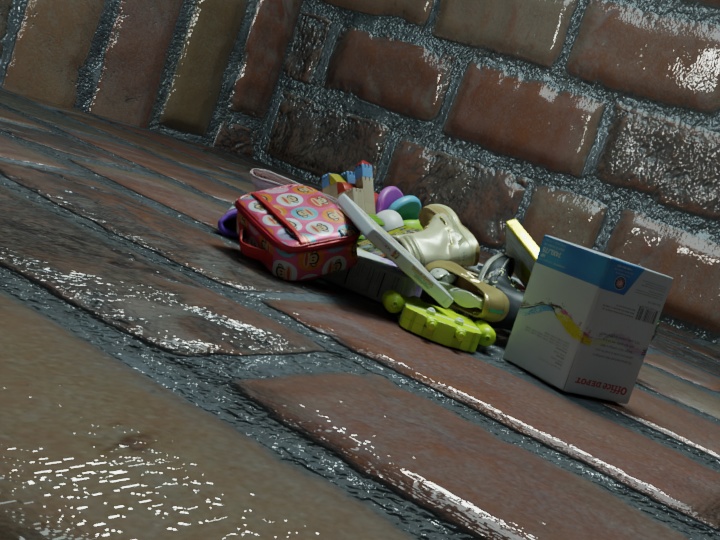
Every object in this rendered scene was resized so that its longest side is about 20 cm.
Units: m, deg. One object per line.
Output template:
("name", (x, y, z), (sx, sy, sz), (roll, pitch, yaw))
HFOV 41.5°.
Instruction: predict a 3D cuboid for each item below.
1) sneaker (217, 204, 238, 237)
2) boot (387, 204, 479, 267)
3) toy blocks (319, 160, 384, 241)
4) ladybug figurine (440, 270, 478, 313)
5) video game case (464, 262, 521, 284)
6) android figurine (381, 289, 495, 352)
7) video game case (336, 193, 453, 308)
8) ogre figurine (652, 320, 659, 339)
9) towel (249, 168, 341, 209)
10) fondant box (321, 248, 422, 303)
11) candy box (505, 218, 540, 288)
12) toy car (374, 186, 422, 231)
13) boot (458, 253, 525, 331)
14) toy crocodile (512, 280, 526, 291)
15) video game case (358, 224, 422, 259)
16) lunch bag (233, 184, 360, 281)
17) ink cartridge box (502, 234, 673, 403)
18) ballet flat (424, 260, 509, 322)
("sneaker", (-0.157, -0.079, 1.662), (0.198, 0.081, 0.083), (-5, 15, 18))
("boot", (0.113, -0.060, 1.774), (0.154, 0.073, 0.200), (-9, 34, -21))
("toy blocks", (-0.037, -0.131, 1.849), (0.099, 0.138, 0.199), (4, -15, -36))
("ladybug figurine", (0.191, 0.041, 1.778), (0.135, 0.073, 0.200), (20, 7, 13))
("video game case", (0.296, 0.052, 1.897), (0.181, 0.023, 0.200), (25, -14, 33))
("android figurine", (0.118, 0.077, 1.451), (0.180, 0.041, 0.200), (20, 5, -3))
("video game case", (0.052, -0.034, 1.505), (0.182, 0.023, 0.200), (41, 6, -24))
("ogre figurine", (0.478, 0.120, 1.773), (0.098, 0.121, 0.200), (20, 7, -33))
("towel", (-0.107, -0.094, 1.767), (0.190, 0.032, 0.201), (24, -27, 25))
("fondant box", (0.000, 0.000, 1.629), (0.199, 0.059, 0.144), (23, 8, 17))
("candy box", (0.309, 0.008, 1.655), (0.026, 0.103, 0.201), (-18, 46, -12))
("toy car", (0.058, -0.108, 2.092), (0.199, 0.152, 0.174), (-8, -14, 39))
("boot", (0.268, 0.047, 1.613), (0.152, 0.074, 0.204), (10, 34, 27))
("toy crocodile", (0.290, 0.071, 1.682), (0.067, 0.062, 0.201), (41, 19, -28))
("video game case", (0.080, -0.036, 1.855), (0.199, 0.026, 0.180), (-21, 27, -37))
("lunch bag", (-0.114, -0.060, 1.512), (0.175, 0.083, 0.200), (-13, 36, -30))
("ink cartridge box", (0.336, 0.073, 1.416), (0.146, 0.202, 0.146), (15, 7, -34))
("ballet flat", (0.154, 0.028, 1.537), (0.063, 0.069, 0.199), (2, 14, -41))
